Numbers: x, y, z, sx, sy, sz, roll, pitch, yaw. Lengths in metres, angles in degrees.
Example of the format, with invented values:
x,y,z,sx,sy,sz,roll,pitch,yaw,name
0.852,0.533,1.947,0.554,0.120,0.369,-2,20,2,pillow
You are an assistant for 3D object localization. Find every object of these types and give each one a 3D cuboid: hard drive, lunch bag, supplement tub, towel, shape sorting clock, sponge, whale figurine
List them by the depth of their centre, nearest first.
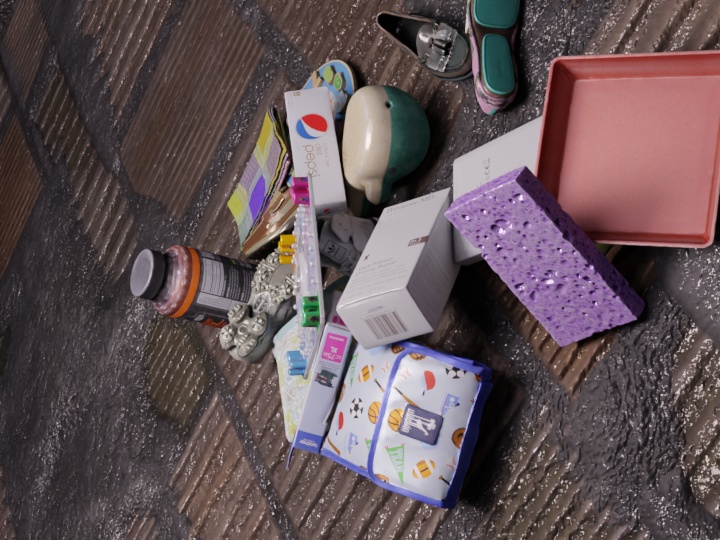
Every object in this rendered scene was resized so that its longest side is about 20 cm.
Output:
x,y,z,sx,sy,sz,roll,pitch,yaw,name
0.187,-0.011,1.372,0.111,0.200,0.030,-24,24,49,sponge
0.177,-0.094,1.509,0.200,0.027,0.132,-24,58,51,hard drive
0.060,0.166,1.549,0.200,0.124,0.170,19,93,53,lunch bag
0.030,-0.153,1.771,0.200,0.103,0.159,107,158,-54,whale figurine
-0.043,0.121,1.796,0.200,0.048,0.172,-42,48,40,towel
-0.064,-0.212,1.968,0.200,0.039,0.201,-28,55,49,shape sorting clock
-0.233,0.025,1.977,0.107,0.200,0.107,-30,53,49,supplement tub
-0.156,-0.140,2.066,0.200,0.023,0.144,-63,29,32,towel

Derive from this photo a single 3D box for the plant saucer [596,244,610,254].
x,y,z,sx,sy,sz,roll,pitch,yaw,name
0.222,-0.091,1.492,0.200,0.031,0.201,-29,53,49,plant saucer

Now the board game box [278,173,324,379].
x,y,z,sx,sy,sz,roll,pitch,yaw,name
-0.076,0.011,1.693,0.200,0.026,0.200,109,158,-64,board game box

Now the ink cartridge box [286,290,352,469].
x,y,z,sx,sy,sz,roll,pitch,yaw,name
-0.045,0.137,1.658,0.119,0.042,0.200,-78,6,-70,ink cartridge box

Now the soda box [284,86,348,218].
x,y,z,sx,sy,sz,roll,pitch,yaw,name
-0.059,-0.150,1.828,0.068,0.063,0.200,83,177,-57,soda box

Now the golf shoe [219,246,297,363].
x,y,z,sx,sy,sz,roll,pitch,yaw,name
-0.118,0.045,1.914,0.078,0.097,0.200,34,80,27,golf shoe

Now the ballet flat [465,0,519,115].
x,y,z,sx,sy,sz,roll,pitch,yaw,name
0.157,-0.281,1.647,0.071,0.069,0.201,129,145,-64,ballet flat

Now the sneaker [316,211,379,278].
x,y,z,sx,sy,sz,roll,pitch,yaw,name
0.000,0.000,1.713,0.075,0.115,0.200,-54,38,30,sneaker

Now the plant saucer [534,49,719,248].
x,y,z,sx,sy,sz,roll,pitch,yaw,name
0.276,-0.119,1.364,0.200,0.037,0.200,3,79,34,plant saucer

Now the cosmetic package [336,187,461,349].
x,y,z,sx,sy,sz,roll,pitch,yaw,name
0.055,-0.005,1.568,0.101,0.074,0.200,-17,31,30,cosmetic package

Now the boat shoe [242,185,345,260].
x,y,z,sx,sy,sz,roll,pitch,yaw,name
-0.094,-0.084,1.923,0.200,0.076,0.074,-35,64,34,boat shoe

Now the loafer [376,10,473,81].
x,y,z,sx,sy,sz,roll,pitch,yaw,name
0.084,-0.296,1.755,0.200,0.063,0.072,38,109,55,loafer
